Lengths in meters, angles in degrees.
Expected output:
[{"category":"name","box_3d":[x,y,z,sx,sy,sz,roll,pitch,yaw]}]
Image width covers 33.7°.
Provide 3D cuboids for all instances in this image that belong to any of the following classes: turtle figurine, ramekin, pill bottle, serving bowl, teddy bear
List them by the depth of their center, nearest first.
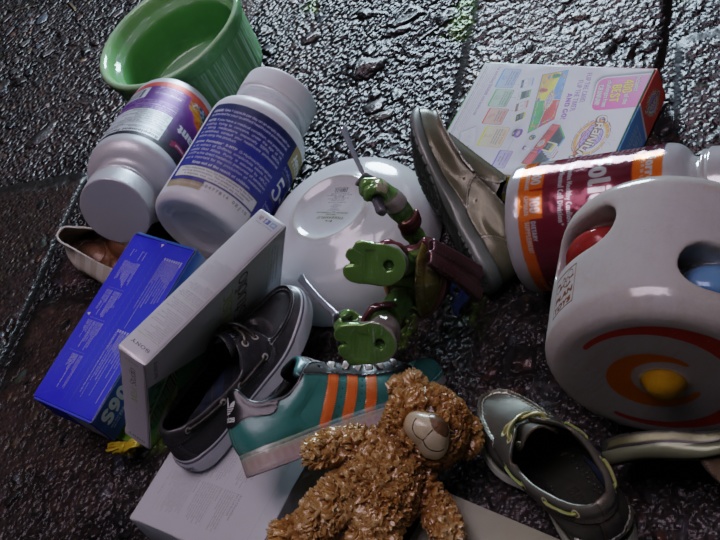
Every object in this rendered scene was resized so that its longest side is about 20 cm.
[{"category":"teddy bear","box_3d":[0.014,0.173,0.930,0.198,0.067,0.146,-33,68,-2]},{"category":"pill bottle","box_3d":[0.233,-0.046,1.017,0.197,0.115,0.115,-7,49,27]},{"category":"turtle figurine","box_3d":[0.000,0.000,1.032,0.144,0.200,0.194,-49,0,16]},{"category":"serving bowl","box_3d":[-0.018,-0.044,1.205,0.197,0.066,0.202,-17,45,17]},{"category":"pill bottle","box_3d":[-0.128,-0.119,1.298,0.118,0.120,0.202,6,57,35]},{"category":"pill bottle","box_3d":[-0.243,-0.123,1.346,0.110,0.112,0.201,-11,33,23]},{"category":"ramekin","box_3d":[-0.220,-0.268,1.500,0.197,0.098,0.202,-17,45,18]}]

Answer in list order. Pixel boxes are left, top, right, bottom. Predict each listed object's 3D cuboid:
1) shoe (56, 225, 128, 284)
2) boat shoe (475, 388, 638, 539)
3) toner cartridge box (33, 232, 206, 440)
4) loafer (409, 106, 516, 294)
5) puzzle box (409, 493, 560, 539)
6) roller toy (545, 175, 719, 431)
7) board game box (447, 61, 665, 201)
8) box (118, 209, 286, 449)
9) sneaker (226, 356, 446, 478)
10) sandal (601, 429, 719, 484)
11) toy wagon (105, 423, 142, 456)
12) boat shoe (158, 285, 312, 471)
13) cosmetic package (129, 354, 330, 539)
[{"category":"shoe","box_3d":[-0.270,-0.010,1.335,0.198,0.054,0.070,16,63,37]},{"category":"boat shoe","box_3d":[0.145,0.144,0.927,0.071,0.061,0.202,-28,34,-9]},{"category":"toner cartridge box","box_3d":[-0.236,0.063,1.195,0.094,0.043,0.202,15,67,36]},{"category":"loafer","box_3d":[0.105,-0.074,1.133,0.069,0.075,0.202,-23,70,-6]},{"category":"puzzle box","box_3d":[0.065,0.276,0.902,0.132,0.026,0.201,16,63,39]},{"category":"roller toy","box_3d":[0.231,0.035,0.897,0.197,0.183,0.141,-4,51,28]},{"category":"board game box","box_3d":[0.183,-0.136,1.181,0.198,0.040,0.154,10,59,37]},{"category":"box","box_3d":[-0.144,0.055,1.101,0.036,0.145,0.200,33,56,17]},{"category":"sneaker","box_3d":[-0.020,0.102,1.005,0.198,0.081,0.071,-20,-5,-23]},{"category":"sandal","box_3d":[0.276,0.145,0.866,0.198,0.079,0.058,-7,74,30]},{"category":"toy wagon","box_3d":[-0.220,0.102,1.214,0.153,0.040,0.203,-12,53,23]},{"category":"boat shoe","box_3d":[-0.116,0.084,1.078,0.069,0.067,0.201,18,63,40]},{"category":"cosmetic package","box_3d":[-0.095,0.170,1.074,0.149,0.052,0.201,9,57,39]}]
